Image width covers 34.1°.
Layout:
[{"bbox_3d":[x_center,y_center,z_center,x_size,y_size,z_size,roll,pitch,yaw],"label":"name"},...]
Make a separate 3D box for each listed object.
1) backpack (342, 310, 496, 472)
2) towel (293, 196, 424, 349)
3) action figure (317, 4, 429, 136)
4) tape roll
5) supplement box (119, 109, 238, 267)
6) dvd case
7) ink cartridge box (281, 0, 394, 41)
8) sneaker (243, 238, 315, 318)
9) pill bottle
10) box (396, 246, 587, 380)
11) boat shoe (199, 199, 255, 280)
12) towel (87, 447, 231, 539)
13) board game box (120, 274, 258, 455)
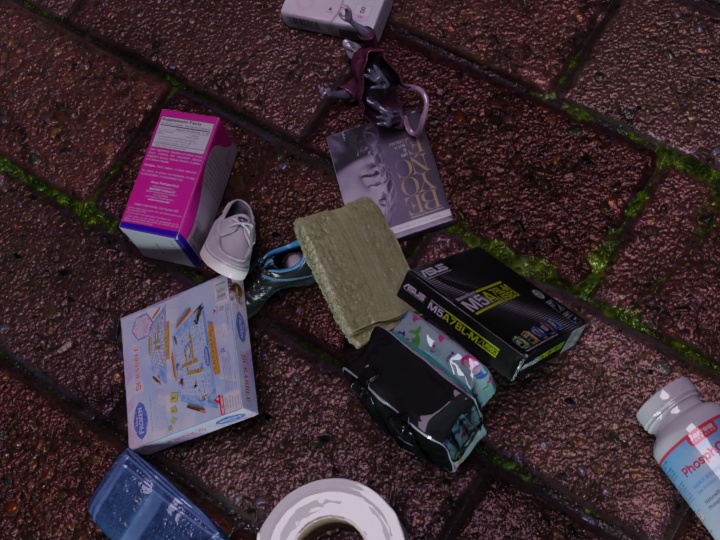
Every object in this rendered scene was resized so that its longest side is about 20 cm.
[{"bbox_3d":[0.082,0.160,1.490,0.177,0.201,0.151,36,73,28],"label":"backpack"},{"bbox_3d":[0.000,0.000,1.623,0.147,0.037,0.202,-19,74,-32],"label":"towel"},{"bbox_3d":[0.022,-0.304,1.753,0.147,0.135,0.201,13,25,-19],"label":"action figure"},{"bbox_3d":[-0.034,0.371,1.493,0.199,0.071,0.205,-4,67,10],"label":"tape roll"},{"bbox_3d":[-0.266,-0.123,1.741,0.102,0.101,0.202,11,69,17],"label":"supplement box"},{"bbox_3d":[0.041,-0.134,1.727,0.147,0.016,0.202,-17,65,4],"label":"dvd case"},{"bbox_3d":[-0.019,-0.468,1.869,0.160,0.057,0.203,14,75,17],"label":"ink cartridge box"},{"bbox_3d":[-0.143,0.007,1.668,0.198,0.082,0.074,-29,66,0],"label":"sneaker"},{"bbox_3d":[0.429,0.234,1.432,0.108,0.109,0.201,-33,64,-4],"label":"pill bottle"},{"bbox_3d":[0.174,0.050,1.531,0.193,0.199,0.048,39,119,22],"label":"box"},{"bbox_3d":[-0.176,-0.048,1.649,0.071,0.200,0.069,26,107,-7],"label":"boat shoe"},{"bbox_3d":[-0.272,0.339,1.561,0.199,0.048,0.112,35,90,22],"label":"towel"},{"bbox_3d":[-0.240,0.130,1.623,0.197,0.041,0.203,-21,62,25],"label":"board game box"}]
